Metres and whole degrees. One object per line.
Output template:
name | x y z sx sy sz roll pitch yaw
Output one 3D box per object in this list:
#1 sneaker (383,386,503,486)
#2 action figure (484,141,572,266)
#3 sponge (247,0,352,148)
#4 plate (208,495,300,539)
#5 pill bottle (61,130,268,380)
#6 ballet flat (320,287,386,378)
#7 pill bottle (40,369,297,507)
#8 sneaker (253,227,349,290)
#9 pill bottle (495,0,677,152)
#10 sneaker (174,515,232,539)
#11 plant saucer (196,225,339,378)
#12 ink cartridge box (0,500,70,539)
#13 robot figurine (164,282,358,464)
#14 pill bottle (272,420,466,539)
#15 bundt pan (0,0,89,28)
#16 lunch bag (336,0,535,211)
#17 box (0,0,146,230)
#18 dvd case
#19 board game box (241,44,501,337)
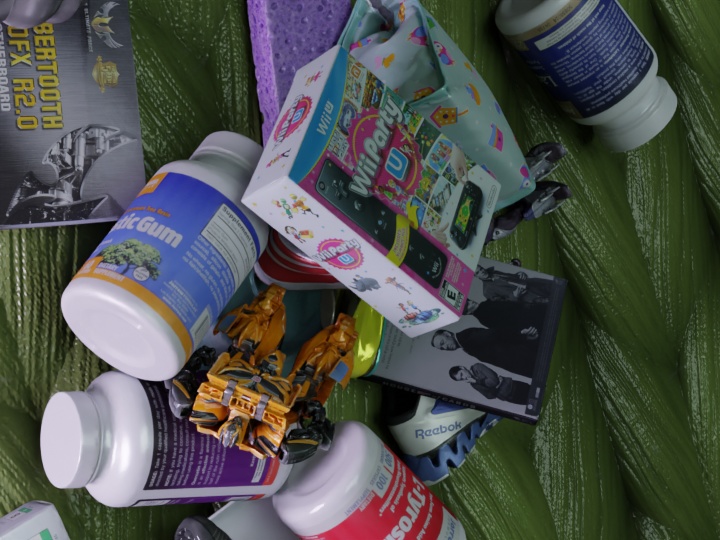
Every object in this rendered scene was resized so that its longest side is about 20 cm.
sneaker | 0.091 0.104 1.434 0.199 0.080 0.115 -46 115 -28
action figure | 0.131 -0.051 1.483 0.200 0.069 0.130 -40 119 -27
sponge | -0.050 -0.189 1.374 0.111 0.030 0.201 -6 90 -44
plate | -0.060 0.273 1.341 0.200 0.032 0.200 -37 109 -32
pill bottle | -0.144 -0.018 1.192 0.112 0.112 0.200 48 54 -24
ballet flat | 0.000 0.000 1.349 0.067 0.067 0.201 24 66 -26
pill bottle | -0.160 0.139 1.226 0.199 0.112 0.113 4 85 -37
sneaker | 0.011 -0.027 1.273 0.199 0.113 0.072 -6 75 -13
pill bottle | 0.243 -0.227 1.547 0.200 0.116 0.116 47 62 -24
sneaker | -0.086 0.272 1.265 0.091 0.066 0.200 -47 117 -31
plant saucer | -0.090 0.007 1.334 0.199 0.036 0.201 3 85 -37
ink cartridge box | -0.300 0.300 1.153 0.200 0.050 0.162 -30 104 -36
robot figurine | -0.075 0.084 1.205 0.200 0.144 0.058 -57 168 -63
pill bottle | 0.023 0.236 1.316 0.200 0.112 0.112 47 62 -25
bundt pan | -0.288 -0.257 1.133 0.201 0.076 0.202 17 37 -14
lunch bag | 0.060 -0.157 1.376 0.170 0.122 0.200 43 22 -40
box | -0.262 -0.136 1.207 0.158 0.048 0.201 -5 90 -36
dvd case | 0.086 0.051 1.388 0.199 0.025 0.151 15 65 3
board game box | 0.014 -0.063 1.210 0.200 0.064 0.148 38 53 -25
